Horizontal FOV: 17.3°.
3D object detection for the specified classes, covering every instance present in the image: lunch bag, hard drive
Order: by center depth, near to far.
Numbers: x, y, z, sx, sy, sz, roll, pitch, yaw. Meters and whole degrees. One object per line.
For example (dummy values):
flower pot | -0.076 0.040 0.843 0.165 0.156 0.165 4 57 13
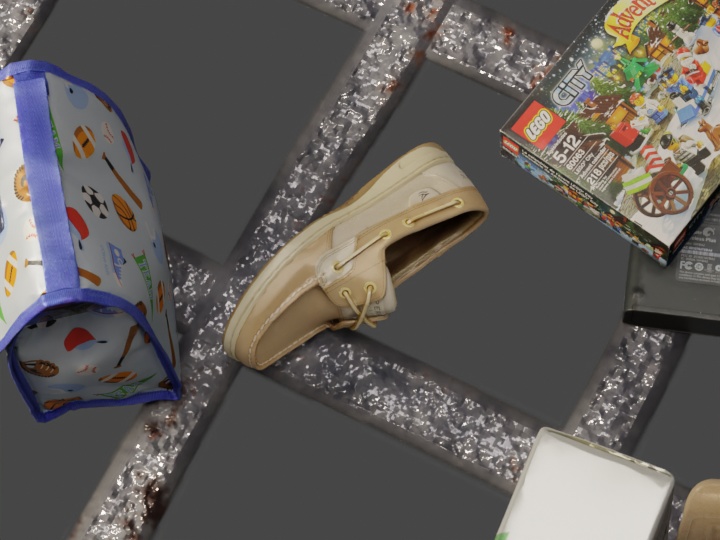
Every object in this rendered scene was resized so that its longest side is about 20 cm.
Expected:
lunch bag | -0.187 -0.017 1.473 0.124 0.200 0.170 -12 69 -2
hard drive | 0.253 -0.053 1.556 0.139 0.033 0.200 7 69 6

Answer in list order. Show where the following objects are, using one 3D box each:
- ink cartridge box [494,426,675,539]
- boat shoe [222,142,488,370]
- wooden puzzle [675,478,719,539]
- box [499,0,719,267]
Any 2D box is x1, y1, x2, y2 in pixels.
ink cartridge box | 0.119 0.198 1.373 0.084 0.200 0.146 19 70 13
boat shoe | 0.000 0.000 1.525 0.200 0.074 0.069 -42 66 -14
wooden puzzle | 0.270 0.203 1.397 0.185 0.046 0.200 1 32 18
box | 0.204 -0.119 1.546 0.136 0.038 0.200 35 74 15
